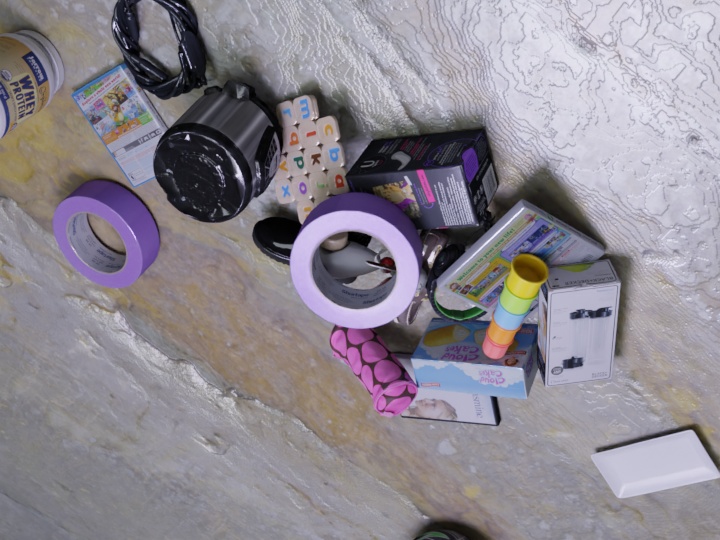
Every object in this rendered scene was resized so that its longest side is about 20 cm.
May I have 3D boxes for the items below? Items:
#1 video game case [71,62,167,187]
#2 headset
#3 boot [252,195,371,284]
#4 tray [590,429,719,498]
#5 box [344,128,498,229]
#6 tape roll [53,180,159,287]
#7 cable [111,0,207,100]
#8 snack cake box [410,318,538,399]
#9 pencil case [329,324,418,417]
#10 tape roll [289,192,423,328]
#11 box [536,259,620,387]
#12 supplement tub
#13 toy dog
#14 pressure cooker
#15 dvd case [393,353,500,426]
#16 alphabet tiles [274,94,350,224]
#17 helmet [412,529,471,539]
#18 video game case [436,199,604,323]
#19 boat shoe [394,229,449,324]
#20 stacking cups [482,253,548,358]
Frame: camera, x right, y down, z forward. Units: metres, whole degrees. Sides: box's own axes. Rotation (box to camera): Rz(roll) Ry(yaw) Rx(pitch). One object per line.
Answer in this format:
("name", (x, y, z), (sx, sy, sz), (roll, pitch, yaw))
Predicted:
("video game case", (-0.412, -0.255, 1.832), (0.142, 0.018, 0.201), (-18, 113, 36))
("headset", (0.178, 0.001, 1.634), (0.122, 0.094, 0.202), (5, 119, -15))
("boot", (-0.075, -0.078, 1.739), (0.208, 0.080, 0.159), (19, 136, 2))
("tray", (0.506, 0.330, 1.769), (0.199, 0.022, 0.108), (-23, 110, 37))
("box", (0.096, -0.136, 1.582), (0.198, 0.123, 0.107), (-2, 123, 29))
("tape roll", (-0.485, -0.068, 1.963), (0.198, 0.066, 0.202), (14, 129, 18))
("cable", (-0.335, -0.382, 1.688), (0.161, 0.051, 0.202), (0, 125, 33))
("snack cake box", (0.198, 0.147, 1.736), (0.197, 0.115, 0.068), (2, 125, 25))
("pencil case", (0.019, 0.171, 1.805), (0.090, 0.200, 0.094), (24, 108, -41))
("tape roll", (-0.005, -0.014, 1.566), (0.197, 0.066, 0.203), (4, 118, 8))
("box", (0.341, 0.085, 1.618), (0.115, 0.060, 0.202), (-8, 128, -1))
("supplement tub", (-0.619, -0.320, 1.771), (0.143, 0.201, 0.146), (14, 129, 18))
("toy dog", (0.000, 0.000, 1.654), (0.197, 0.097, 0.133), (3, 133, 23))
("pressure cooker", (-0.219, -0.197, 1.651), (0.175, 0.201, 0.179), (-25, 112, 33))
("dvd case", (0.151, 0.217, 1.876), (0.197, 0.018, 0.144), (1, 122, 27))
("alphabet tiles", (-0.085, -0.176, 1.656), (0.194, 0.014, 0.203), (-6, 98, 52))
("helmet", (0.161, 0.611, 2.039), (0.200, 0.191, 0.200), (45, 169, 11))
("video game case", (0.247, -0.007, 1.589), (0.181, 0.022, 0.200), (25, 127, -30))
("boat shoe", (0.101, 0.015, 1.724), (0.059, 0.072, 0.202), (22, 125, 15))
("stacking cups", (0.232, 0.060, 1.606), (0.060, 0.061, 0.201), (27, 139, 7))
